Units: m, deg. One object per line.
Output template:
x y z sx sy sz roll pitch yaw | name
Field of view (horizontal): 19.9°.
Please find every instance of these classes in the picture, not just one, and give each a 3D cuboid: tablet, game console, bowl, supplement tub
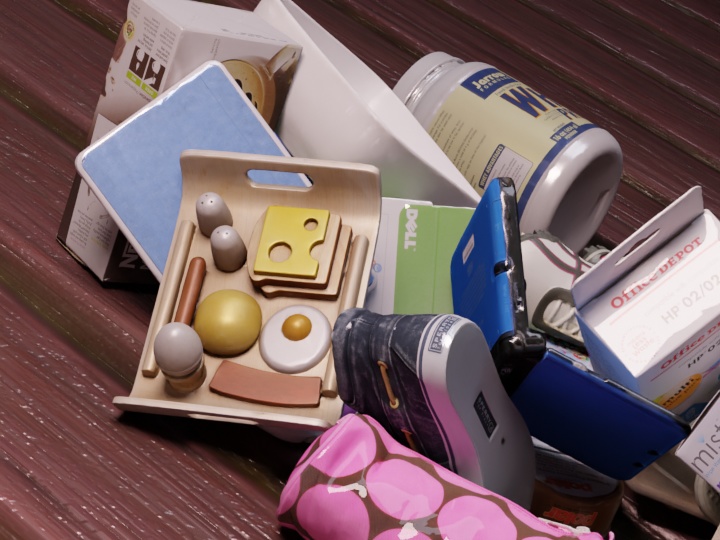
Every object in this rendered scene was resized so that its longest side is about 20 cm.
-0.093 -0.033 1.436 0.200 0.130 0.014 53 -15 -3 | tablet
0.134 0.044 1.360 0.118 0.172 0.200 -2 -15 -7 | game console
-0.007 -0.107 1.587 0.200 0.075 0.200 32 17 -53 | bowl
0.126 -0.104 1.900 0.200 0.146 0.145 33 22 25 | supplement tub

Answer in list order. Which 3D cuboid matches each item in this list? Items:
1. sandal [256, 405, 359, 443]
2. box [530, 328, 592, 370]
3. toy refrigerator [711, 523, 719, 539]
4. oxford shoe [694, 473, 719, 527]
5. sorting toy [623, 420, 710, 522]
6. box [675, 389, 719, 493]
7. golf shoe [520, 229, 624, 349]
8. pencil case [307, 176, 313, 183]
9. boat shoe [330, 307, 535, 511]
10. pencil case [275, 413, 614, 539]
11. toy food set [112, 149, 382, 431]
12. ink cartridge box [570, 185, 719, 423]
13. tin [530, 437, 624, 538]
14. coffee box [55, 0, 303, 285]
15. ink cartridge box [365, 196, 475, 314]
-0.010 0.078 1.441 0.082 0.050 0.202 30 21 18 | sandal
0.146 0.060 1.672 0.110 0.035 0.200 7 26 -37 | box
0.322 0.210 1.424 0.199 0.076 0.070 4 27 -40 | toy refrigerator
0.310 0.159 1.479 0.199 0.076 0.058 3 6 -35 | oxford shoe
0.262 0.139 1.552 0.199 0.037 0.185 27 29 -16 | sorting toy
0.338 0.118 1.387 0.176 0.097 0.200 40 31 15 | box
0.166 0.022 1.634 0.199 0.077 0.088 3 35 -40 | golf shoe
-0.015 -0.069 1.726 0.199 0.078 0.087 26 -8 33 | pencil case
0.049 0.098 1.316 0.090 0.201 0.071 10 48 32 | boat shoe
0.052 0.158 1.246 0.199 0.094 0.091 28 -14 9 | pencil case
-0.072 0.011 1.346 0.143 0.061 0.201 5 60 12 | toy food set
0.215 0.036 1.397 0.068 0.115 0.200 50 -5 26 | ink cartridge box
0.120 0.126 1.480 0.111 0.042 0.200 11 23 -19 | tin
-0.135 -0.093 1.516 0.113 0.201 0.080 5 23 -40 | coffee box
0.000 0.000 1.491 0.199 0.105 0.059 5 -6 -7 | ink cartridge box
